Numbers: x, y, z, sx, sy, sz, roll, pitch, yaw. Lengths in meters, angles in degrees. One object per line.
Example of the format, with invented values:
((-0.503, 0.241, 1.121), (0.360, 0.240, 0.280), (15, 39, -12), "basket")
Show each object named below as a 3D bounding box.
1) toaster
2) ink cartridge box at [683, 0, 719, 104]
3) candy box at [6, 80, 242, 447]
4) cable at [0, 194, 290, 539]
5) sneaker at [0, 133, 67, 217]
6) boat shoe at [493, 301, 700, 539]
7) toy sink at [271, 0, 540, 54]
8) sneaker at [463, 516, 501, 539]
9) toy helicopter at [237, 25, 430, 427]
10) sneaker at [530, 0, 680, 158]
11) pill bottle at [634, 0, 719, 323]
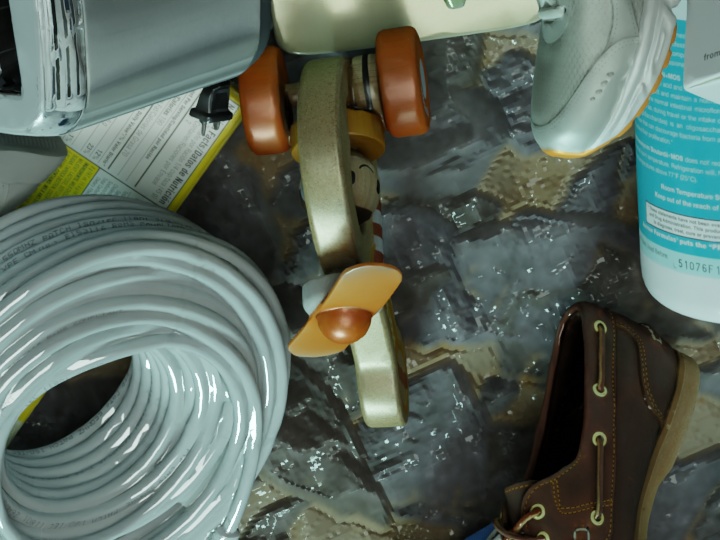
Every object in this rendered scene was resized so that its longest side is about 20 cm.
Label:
((-0.116, -0.136, 1.188), (0.129, 0.113, 0.201), (-26, 119, -43), "toaster")
((0.209, -0.155, 1.193), (0.145, 0.084, 0.201), (17, 69, -36), "ink cartridge box")
((-0.146, -0.026, 1.330), (0.102, 0.026, 0.200), (33, 103, -16), "candy box")
((-0.123, 0.059, 1.297), (0.199, 0.069, 0.201), (10, 116, -40), "cable")
((-0.210, -0.024, 1.223), (0.074, 0.200, 0.116), (46, 106, 22), "sneaker")
((0.092, 0.111, 1.335), (0.070, 0.070, 0.201), (30, 60, -26), "boat shoe")
((0.017, -0.181, 1.247), (0.130, 0.112, 0.201), (-7, 110, -2), "toy sink")
((0.103, 0.182, 1.395), (0.199, 0.081, 0.147), (1, 113, 0), "sneaker")
((0.000, 0.000, 1.299), (0.078, 0.133, 0.201), (-7, 133, 6), "toy helicopter")
((0.080, -0.147, 1.173), (0.092, 0.076, 0.201), (10, 90, -22), "sneaker")
((0.173, -0.085, 1.295), (0.110, 0.111, 0.201), (-6, 110, -3), "pill bottle")
